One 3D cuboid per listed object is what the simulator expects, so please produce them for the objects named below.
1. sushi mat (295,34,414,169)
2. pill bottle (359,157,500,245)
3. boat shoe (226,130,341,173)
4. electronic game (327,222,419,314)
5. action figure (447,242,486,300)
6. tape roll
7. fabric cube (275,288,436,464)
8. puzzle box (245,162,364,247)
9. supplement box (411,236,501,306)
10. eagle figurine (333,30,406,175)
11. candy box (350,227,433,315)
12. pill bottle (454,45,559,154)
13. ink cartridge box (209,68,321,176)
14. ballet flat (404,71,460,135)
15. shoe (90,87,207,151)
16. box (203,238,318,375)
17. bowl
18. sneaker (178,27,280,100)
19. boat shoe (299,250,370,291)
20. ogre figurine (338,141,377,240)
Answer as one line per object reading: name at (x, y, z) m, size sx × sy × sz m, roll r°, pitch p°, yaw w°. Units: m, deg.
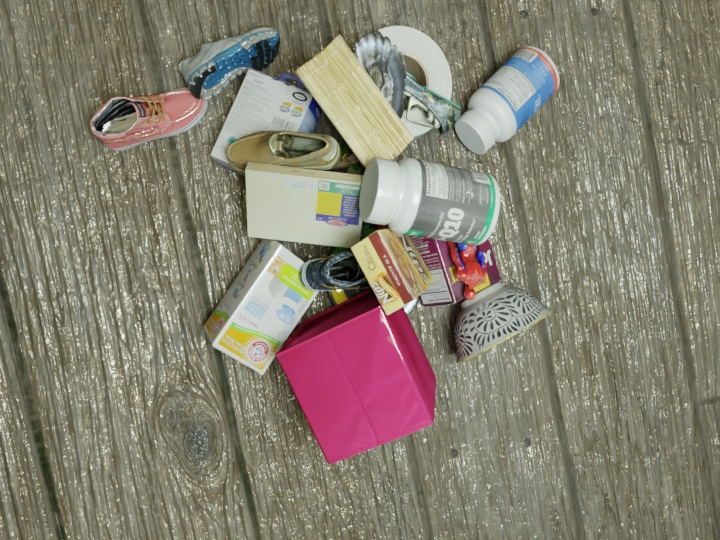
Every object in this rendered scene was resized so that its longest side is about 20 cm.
sushi mat at (-0.007, -0.256, 0.839) m, size 0.095 × 0.012 × 0.201 m, roll -40°, pitch 99°, yaw -13°
pill bottle at (0.104, -0.108, 0.825) m, size 0.195 × 0.113 × 0.116 m, roll 7°, pitch 89°, yaw -17°
boat shoe at (-0.132, -0.197, 0.860) m, size 0.195 × 0.076 × 0.074 m, roll -3°, pitch 86°, yaw 14°
electronic game at (0.029, 0.008, 1.026) m, size 0.195 × 0.042 × 0.206 m, roll 0°, pitch 91°, yaw -10°
action figure at (0.183, -0.051, 0.929) m, size 0.064 × 0.051 × 0.206 m, roll -1°, pitch 84°, yaw -24°
tape roll at (0.069, -0.344, 1.014) m, size 0.197 × 0.071 × 0.208 m, roll 0°, pitch 91°, yaw -11°
fabric cube at (0.001, 0.164, 0.917) m, size 0.197 × 0.196 × 0.203 m, roll -25°, pitch 97°, yaw 13°
puzzle box at (-0.090, -0.104, 0.890) m, size 0.195 × 0.026 × 0.135 m, roll 6°, pitch 131°, yaw -4°
supplement box at (0.159, -0.052, 1.002) m, size 0.129 × 0.103 × 0.204 m, roll -22°, pitch 96°, yaw -31°
eagle figurine at (-0.001, -0.273, 0.907) m, size 0.148 × 0.151 × 0.205 m, roll 5°, pitch 77°, yaw -4°
candy box at (0.058, -0.007, 0.879) m, size 0.055 × 0.200 × 0.117 m, roll -28°, pitch 88°, yaw 18°
pill bottle at (0.277, -0.321, 1.033) m, size 0.200 × 0.112 × 0.112 m, roll -44°, pitch 98°, yaw -6°
ink cartridge box at (-0.157, -0.259, 0.952) m, size 0.134 × 0.076 × 0.204 m, roll 23°, pitch 88°, yaw 9°
ballet flat at (0.085, -0.306, 0.949) m, size 0.197 × 0.074 × 0.075 m, roll 30°, pitch 86°, yaw -8°
shoe at (-0.358, -0.267, 0.922) m, size 0.197 × 0.091 × 0.073 m, roll -25°, pitch 95°, yaw -9°
box at (-0.170, 0.059, 0.944) m, size 0.112 × 0.101 × 0.202 m, roll 37°, pitch 84°, yaw -27°
bowl at (0.246, 0.083, 1.003) m, size 0.197 × 0.201 × 0.096 m, roll -26°, pitch 80°, yaw -9°
sneaker at (-0.236, -0.389, 0.959) m, size 0.198 × 0.076 × 0.087 m, roll -35°, pitch 66°, yaw -20°
boat shoe at (0.000, 0.000, 0.923) m, size 0.197 × 0.090 × 0.073 m, roll -11°, pitch 92°, yaw -37°
ogre figurine at (-0.047, -0.128, 0.981) m, size 0.117 × 0.098 × 0.205 m, roll -18°, pitch 96°, yaw -14°
